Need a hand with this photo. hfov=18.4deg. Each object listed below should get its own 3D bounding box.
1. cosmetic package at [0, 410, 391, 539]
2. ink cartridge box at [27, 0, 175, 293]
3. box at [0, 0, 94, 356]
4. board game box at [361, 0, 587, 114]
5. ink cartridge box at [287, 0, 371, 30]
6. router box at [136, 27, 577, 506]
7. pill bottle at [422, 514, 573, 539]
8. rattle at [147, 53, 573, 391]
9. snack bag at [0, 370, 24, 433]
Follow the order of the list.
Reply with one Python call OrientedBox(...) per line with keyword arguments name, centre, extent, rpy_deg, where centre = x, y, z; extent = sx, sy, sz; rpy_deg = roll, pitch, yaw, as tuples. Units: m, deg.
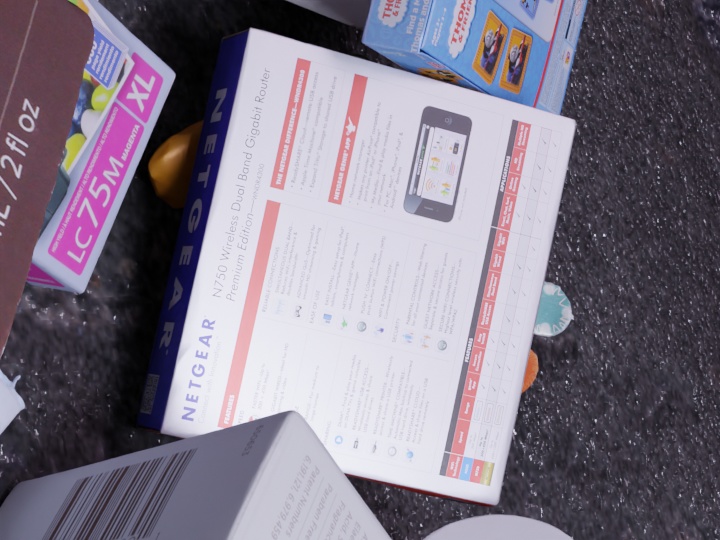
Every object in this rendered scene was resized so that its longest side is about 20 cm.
OrientedBox(name="cosmetic package", centre=(-0.064, 0.198, 0.940), extent=(0.200, 0.167, 0.167), rpy_deg=(55, 36, -24))
OrientedBox(name="ink cartridge box", centre=(-0.166, -0.084, 0.973), extent=(0.200, 0.042, 0.120), rpy_deg=(41, 65, -50))
OrientedBox(name="box", centre=(-0.230, -0.046, 0.772), extent=(0.200, 0.164, 0.166), rpy_deg=(34, 47, -29))
OrientedBox(name="board game box", centre=(0.071, -0.162, 1.138), extent=(0.200, 0.037, 0.152), rpy_deg=(22, 81, -66))
OrientedBox(name="ink cartridge box", centre=(0.005, -0.194, 1.213), extent=(0.200, 0.147, 0.086), rpy_deg=(-20, 129, -60))
OrientedBox(name="router box", centre=(0.000, 0.000, 1.097), extent=(0.179, 0.049, 0.201), rpy_deg=(15, 84, -19))
OrientedBox(name="pill bottle", centre=(0.070, 0.225, 1.087), extent=(0.120, 0.119, 0.200), rpy_deg=(-56, 148, -50))
OrientedBox(name="rattle", centre=(0.006, -0.007, 1.142), extent=(0.200, 0.130, 0.143), rpy_deg=(58, 16, 5))
OrientedBox(name="snack bag", centre=(-0.232, 0.043, 0.895), extent=(0.189, 0.021, 0.200), rpy_deg=(58, 36, -23))
